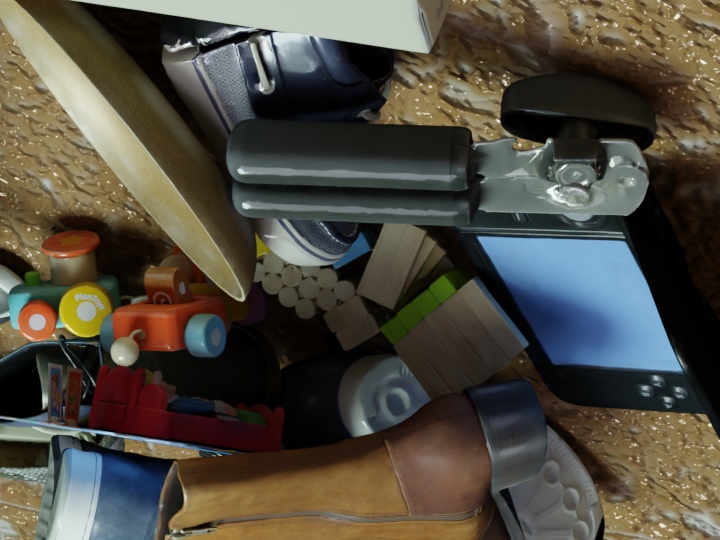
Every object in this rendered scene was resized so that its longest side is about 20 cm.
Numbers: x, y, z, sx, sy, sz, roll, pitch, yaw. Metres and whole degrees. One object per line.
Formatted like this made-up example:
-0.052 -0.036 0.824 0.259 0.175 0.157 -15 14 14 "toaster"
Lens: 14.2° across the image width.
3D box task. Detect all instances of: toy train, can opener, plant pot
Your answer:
-0.137 0.012 1.580 0.199 0.150 0.056 1 99 35 "toy train"
0.039 -0.058 1.359 0.199 0.067 0.053 3 143 6 "can opener"
-0.112 -0.070 1.430 0.200 0.027 0.200 50 172 10 "plant pot"

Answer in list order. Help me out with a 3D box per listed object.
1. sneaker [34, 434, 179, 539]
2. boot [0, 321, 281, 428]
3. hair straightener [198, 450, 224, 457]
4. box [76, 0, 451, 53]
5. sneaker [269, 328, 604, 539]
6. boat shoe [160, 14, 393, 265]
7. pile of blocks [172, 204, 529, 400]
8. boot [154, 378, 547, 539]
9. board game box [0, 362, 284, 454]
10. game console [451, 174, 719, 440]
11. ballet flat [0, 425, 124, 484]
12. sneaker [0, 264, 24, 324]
-0.110 0.140 1.647 0.145 0.077 0.202 9 178 -11 "sneaker"
-0.136 0.070 1.656 0.097 0.075 0.200 -7 178 -41 "boot"
-0.048 0.124 1.758 0.199 0.041 0.077 19 150 -5 "hair straightener"
-0.056 -0.159 1.295 0.199 0.069 0.082 11 148 19 "box"
0.030 0.112 1.667 0.200 0.081 0.146 35 156 -26 "sneaker"
-0.018 -0.071 1.406 0.092 0.075 0.200 -6 146 22 "boat shoe"
0.000 0.000 1.534 0.199 0.082 0.062 28 -168 9 "pile of blocks"
-0.009 0.140 1.505 0.199 0.069 0.189 -14 153 -15 "boot"
-0.096 0.076 1.556 0.157 0.039 0.200 7 176 17 "board game box"
0.129 0.050 1.453 0.175 0.117 0.200 2 144 31 "game console"
-0.241 0.093 1.782 0.199 0.072 0.072 5 153 -15 "ballet flat"
-0.286 0.044 1.738 0.199 0.099 0.071 -5 138 37 "sneaker"
